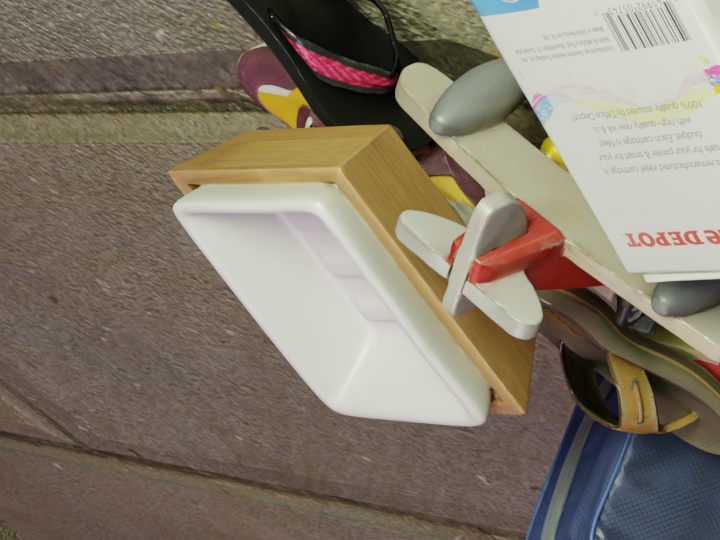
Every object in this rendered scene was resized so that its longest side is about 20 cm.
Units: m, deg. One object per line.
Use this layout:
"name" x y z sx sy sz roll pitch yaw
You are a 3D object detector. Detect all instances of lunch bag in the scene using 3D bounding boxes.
"lunch bag" 0.201 0.159 1.492 0.136 0.200 0.132 28 164 -12

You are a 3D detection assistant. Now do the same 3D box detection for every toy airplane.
"toy airplane" 0.117 -0.038 1.194 0.200 0.141 0.199 24 -157 -16

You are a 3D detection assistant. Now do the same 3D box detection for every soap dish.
"soap dish" 0.000 0.000 1.292 0.157 0.081 0.200 1 137 49

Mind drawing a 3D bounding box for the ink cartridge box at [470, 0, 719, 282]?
"ink cartridge box" 0.149 -0.099 1.024 0.144 0.085 0.200 -2 124 55

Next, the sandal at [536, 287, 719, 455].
"sandal" 0.153 0.065 1.349 0.200 0.054 0.080 35 161 -27

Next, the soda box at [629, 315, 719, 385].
"soda box" 0.260 0.049 1.343 0.200 0.064 0.068 15 156 37

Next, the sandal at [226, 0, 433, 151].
"sandal" -0.016 -0.137 1.262 0.045 0.075 0.200 -12 133 46

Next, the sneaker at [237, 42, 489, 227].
"sneaker" 0.002 -0.073 1.357 0.200 0.090 0.075 23 160 15
